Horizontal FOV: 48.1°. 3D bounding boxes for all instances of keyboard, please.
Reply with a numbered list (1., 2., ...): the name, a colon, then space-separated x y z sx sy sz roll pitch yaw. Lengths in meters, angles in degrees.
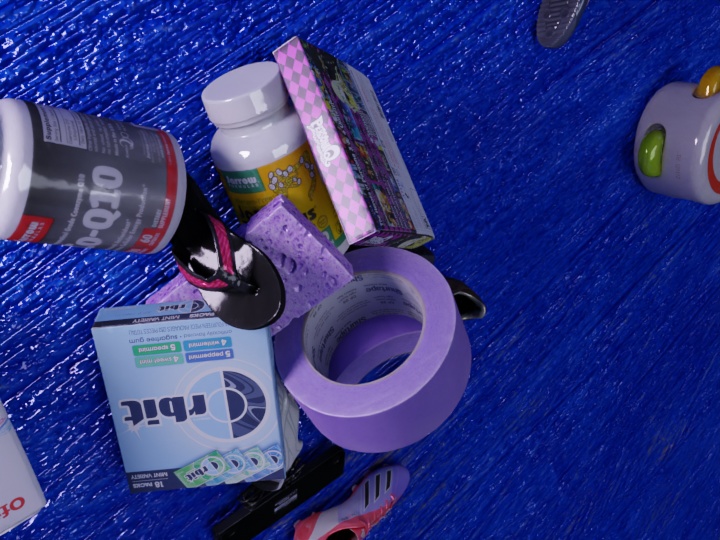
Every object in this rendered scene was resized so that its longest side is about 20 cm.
1. keyboard: -0.103 0.272 1.013 0.198 0.040 0.105 -29 146 -31

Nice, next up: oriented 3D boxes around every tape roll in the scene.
1. tape roll: 0.033 0.130 0.996 0.196 0.066 0.203 -16 133 -18
2. tape roll: 0.014 0.080 0.852 0.200 0.199 0.085 -47 144 -16

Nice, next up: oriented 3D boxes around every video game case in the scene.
1. video game case: 0.000 -0.121 0.820 0.181 0.035 0.203 -1 67 -68

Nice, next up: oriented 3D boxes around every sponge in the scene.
1. sponge: -0.116 0.021 0.817 0.199 0.030 0.112 -36 120 18

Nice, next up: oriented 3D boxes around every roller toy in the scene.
1. roller toy: 0.549 -0.208 1.309 0.182 0.139 0.202 37 81 -42

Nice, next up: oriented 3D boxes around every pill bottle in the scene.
1. pill bottle: -0.086 -0.101 0.825 0.112 0.112 0.203 -36 127 -24
2. pill bottle: -0.259 -0.079 0.683 0.197 0.113 0.116 5 103 -41

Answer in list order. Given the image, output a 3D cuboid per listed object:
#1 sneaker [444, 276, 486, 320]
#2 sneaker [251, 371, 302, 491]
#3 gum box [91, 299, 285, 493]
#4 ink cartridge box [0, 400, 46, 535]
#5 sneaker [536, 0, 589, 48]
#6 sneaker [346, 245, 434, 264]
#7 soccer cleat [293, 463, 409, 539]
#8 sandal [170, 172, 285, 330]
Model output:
1. sneaker: 0.082 0.041 1.046 0.197 0.075 0.072 -6 111 -39
2. sneaker: -0.113 0.152 0.934 0.081 0.074 0.204 -37 127 -48
3. gum box: -0.168 0.129 0.825 0.166 0.045 0.204 -5 115 -2
4. ink cartridge box: -0.378 0.147 0.686 0.143 0.083 0.203 -28 122 -30
5. sneaker: 0.303 -0.385 1.079 0.081 0.070 0.203 18 96 -40
6. sneaker: 0.000 0.000 0.979 0.197 0.072 0.084 -4 126 -35
7. soccer cleat: 0.000 0.330 1.083 0.198 0.076 0.068 -23 120 -32
8. sandal: -0.147 -0.021 0.754 0.075 0.200 0.045 -46 161 11
